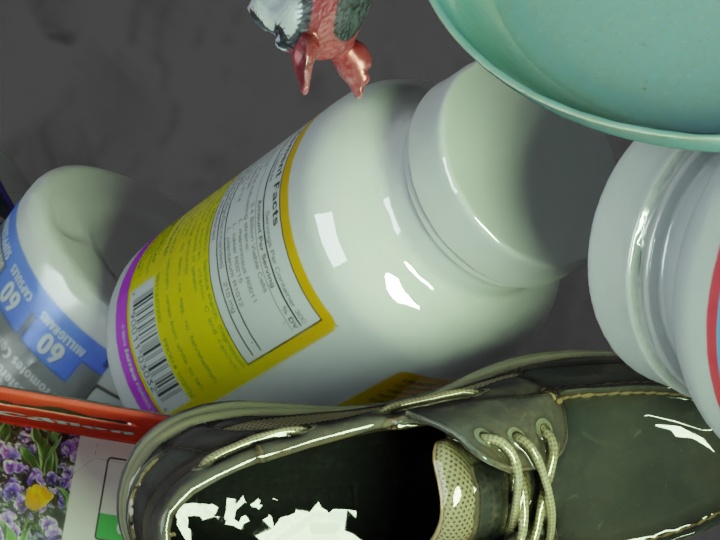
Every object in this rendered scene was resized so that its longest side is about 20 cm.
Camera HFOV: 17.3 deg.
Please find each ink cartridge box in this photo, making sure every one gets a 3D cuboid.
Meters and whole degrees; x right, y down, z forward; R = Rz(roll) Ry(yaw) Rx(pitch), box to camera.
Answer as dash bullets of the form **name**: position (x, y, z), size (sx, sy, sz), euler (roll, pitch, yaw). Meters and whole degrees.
- **ink cartridge box**: position (-0.104, 0.083, 0.816), size (0.200, 0.108, 0.051), euler (112, 168, -76)

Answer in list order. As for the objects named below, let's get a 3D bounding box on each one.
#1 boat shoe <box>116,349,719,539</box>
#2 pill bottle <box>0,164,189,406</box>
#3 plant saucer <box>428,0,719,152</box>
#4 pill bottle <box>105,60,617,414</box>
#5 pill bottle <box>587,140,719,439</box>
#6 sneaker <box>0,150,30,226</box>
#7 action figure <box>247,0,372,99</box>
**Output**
- **boat shoe**: position (0.028, 0.070, 0.701), size (0.073, 0.199, 0.075), euler (-127, 28, -79)
- **pill bottle**: position (-0.140, 0.064, 0.971), size (0.200, 0.113, 0.114), euler (-49, 49, 25)
- **plant saucer**: position (0.112, -0.103, 0.629), size (0.200, 0.200, 0.027), euler (54, 170, 41)
- **pill bottle**: position (0.000, 0.000, 0.818), size (0.200, 0.104, 0.105), euler (-32, 63, 49)
- **pill bottle**: position (0.151, 0.012, 0.600), size (0.200, 0.108, 0.109), euler (21, 105, 53)
- **sneaker**: position (-0.205, 0.006, 1.069), size (0.200, 0.146, 0.081), euler (53, 130, 42)
- **action figure**: position (-0.009, -0.155, 0.753), size (0.148, 0.134, 0.201), euler (-9, 96, 12)
